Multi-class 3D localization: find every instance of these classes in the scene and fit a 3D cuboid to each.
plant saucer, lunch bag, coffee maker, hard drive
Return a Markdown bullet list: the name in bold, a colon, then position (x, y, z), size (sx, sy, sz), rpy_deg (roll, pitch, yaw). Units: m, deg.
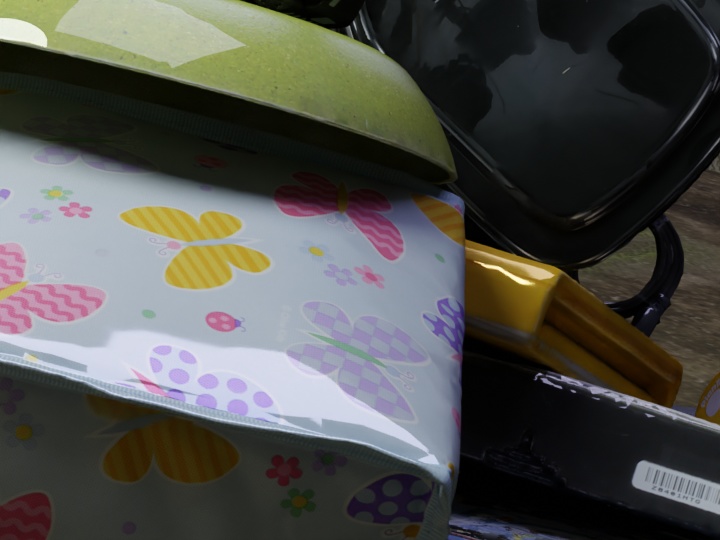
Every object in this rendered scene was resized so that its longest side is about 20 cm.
- **plant saucer**: position (-0.064, -0.064, 0.890), size (0.200, 0.031, 0.200), rpy_deg (14, -2, 1)
- **lunch bag**: position (-0.079, 0.033, 0.818), size (0.200, 0.127, 0.170), rpy_deg (16, 27, -7)
- **coffee maker**: position (0.066, -0.058, 1.060), size (0.192, 0.135, 0.200), rpy_deg (23, -5, -10)
- **hard drive**: position (0.075, 0.067, 1.031), size (0.140, 0.038, 0.200), rpy_deg (17, -8, 1)

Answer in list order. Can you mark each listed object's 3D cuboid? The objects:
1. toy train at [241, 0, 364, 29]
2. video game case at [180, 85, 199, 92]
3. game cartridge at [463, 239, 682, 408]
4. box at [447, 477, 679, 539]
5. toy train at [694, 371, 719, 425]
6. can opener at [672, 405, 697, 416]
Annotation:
- **toy train**: position (-0.053, -0.092, 0.936), size (0.046, 0.034, 0.200), rpy_deg (19, -6, -30)
- **video game case**: position (-0.072, -0.116, 1.056), size (0.200, 0.143, 0.018), rpy_deg (-11, -43, 44)
- **game cartridge**: position (0.000, 0.000, 1.033), size (0.200, 0.032, 0.176), rpy_deg (21, -5, 22)
- **box**: position (0.028, 0.097, 0.941), size (0.200, 0.040, 0.137), rpy_deg (15, 7, 19)
- **toy train**: position (0.203, 0.072, 1.093), size (0.150, 0.056, 0.200), rpy_deg (20, -8, 22)
- **can opener**: position (0.164, 0.092, 1.210), size (0.200, 0.053, 0.067), rpy_deg (8, -23, -23)
